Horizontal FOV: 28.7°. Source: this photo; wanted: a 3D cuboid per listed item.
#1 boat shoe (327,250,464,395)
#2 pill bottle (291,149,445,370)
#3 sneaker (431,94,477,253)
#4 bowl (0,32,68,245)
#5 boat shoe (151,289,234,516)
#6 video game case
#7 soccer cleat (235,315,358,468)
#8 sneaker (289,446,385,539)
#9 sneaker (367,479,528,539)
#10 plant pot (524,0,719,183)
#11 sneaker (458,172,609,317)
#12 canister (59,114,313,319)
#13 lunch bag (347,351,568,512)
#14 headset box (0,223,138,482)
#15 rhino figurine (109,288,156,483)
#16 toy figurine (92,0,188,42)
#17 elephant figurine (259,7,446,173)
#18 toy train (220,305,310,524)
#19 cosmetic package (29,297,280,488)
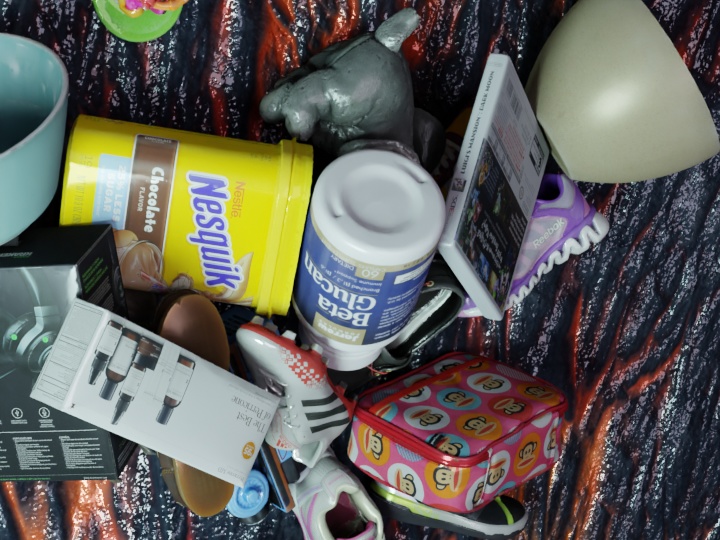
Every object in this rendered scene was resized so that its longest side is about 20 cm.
[{"bbox_3d":[0.013,0.064,1.336,0.201,0.063,0.074,-41,129,13],"label":"boat shoe"},{"bbox_3d":[0.000,0.000,1.206,0.110,0.112,0.201,-19,151,-23],"label":"pill bottle"},{"bbox_3d":[0.073,-0.084,1.348,0.090,0.075,0.202,21,92,-38],"label":"sneaker"},{"bbox_3d":[-0.313,-0.086,1.086,0.199,0.201,0.106,-25,135,-20],"label":"bowl"},{"bbox_3d":[-0.151,0.108,1.196,0.070,0.070,0.202,-10,111,-27],"label":"boat shoe"},{"bbox_3d":[0.123,-0.071,1.289,0.200,0.023,0.184,50,55,-63],"label":"video game case"},{"bbox_3d":[-0.062,0.109,1.225,0.086,0.068,0.200,-60,151,-14],"label":"soccer cleat"},{"bbox_3d":[-0.015,0.269,1.391,0.081,0.088,0.201,-32,117,-17],"label":"sneaker"},{"bbox_3d":[0.099,0.222,1.451,0.198,0.072,0.084,14,96,-31],"label":"sneaker"},{"bbox_3d":[0.235,-0.164,1.362,0.134,0.201,0.201,-31,118,4],"label":"plant pot"},{"bbox_3d":[0.155,-0.030,1.414,0.199,0.080,0.089,-36,112,-21],"label":"sneaker"},{"bbox_3d":[-0.149,-0.047,1.186,0.198,0.087,0.150,8,117,-7],"label":"canister"},{"bbox_3d":[0.086,0.149,1.369,0.199,0.175,0.083,-19,123,-45],"label":"lunch bag"},{"bbox_3d":[-0.279,0.062,1.137,0.172,0.093,0.202,-4,111,11],"label":"headset box"},{"bbox_3d":[-0.217,0.099,1.250,0.087,0.060,0.202,-11,111,-31],"label":"rhino figurine"},{"bbox_3d":[-0.176,-0.259,1.099,0.150,0.184,0.201,-37,119,-14],"label":"toy figurine"},{"bbox_3d":[0.013,-0.103,1.267,0.141,0.155,0.201,-40,106,-24],"label":"elephant figurine"},{"bbox_3d":[-0.108,0.137,1.306,0.114,0.086,0.202,-30,115,-25],"label":"toy train"},{"bbox_3d":[-0.154,0.100,1.101,0.199,0.050,0.083,32,79,-44],"label":"cosmetic package"}]
